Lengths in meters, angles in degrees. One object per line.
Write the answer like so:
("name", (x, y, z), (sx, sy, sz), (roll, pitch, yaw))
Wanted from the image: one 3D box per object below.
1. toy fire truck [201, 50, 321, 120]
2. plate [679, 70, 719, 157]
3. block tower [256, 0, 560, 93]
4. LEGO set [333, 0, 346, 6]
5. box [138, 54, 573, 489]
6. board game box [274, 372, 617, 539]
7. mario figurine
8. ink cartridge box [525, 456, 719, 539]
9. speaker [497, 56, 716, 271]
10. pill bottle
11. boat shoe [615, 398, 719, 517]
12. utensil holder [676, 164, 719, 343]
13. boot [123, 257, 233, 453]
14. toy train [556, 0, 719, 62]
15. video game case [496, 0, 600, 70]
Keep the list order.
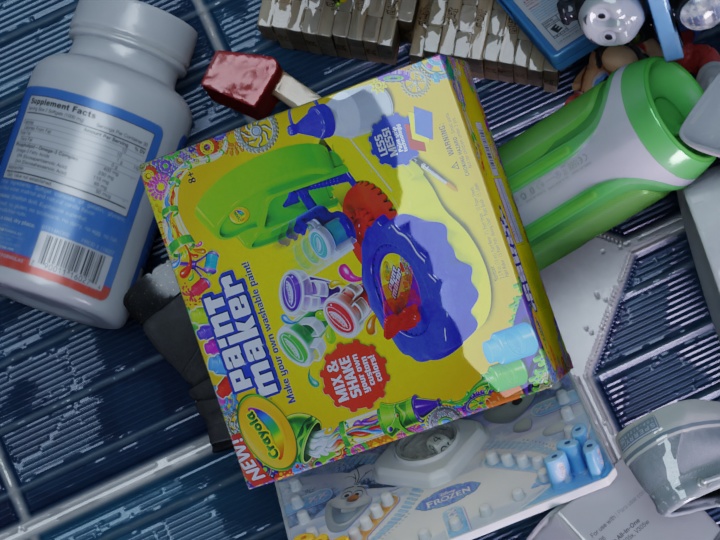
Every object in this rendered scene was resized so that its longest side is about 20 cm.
("toy fire truck", (-0.024, -0.049, 1.710), (0.199, 0.049, 0.142), (20, 83, 9))
("plate", (0.320, -0.109, 1.552), (0.199, 0.032, 0.200), (20, 57, 28))
("block tower", (0.037, -0.165, 1.723), (0.199, 0.054, 0.058), (11, 82, 6))
("LEGO set", (0.030, -0.247, 1.650), (0.154, 0.116, 0.201), (-40, 34, 21))
("box", (0.000, 0.000, 1.548), (0.192, 0.122, 0.201), (-20, 89, 10))
("board game box", (0.041, 0.106, 1.614), (0.199, 0.200, 0.026), (-22, 118, 1))
("mario figurine", (0.189, -0.161, 1.677), (0.106, 0.123, 0.201), (33, 75, -29))
("ink cartridge box", (0.187, 0.222, 1.585), (0.084, 0.146, 0.200), (-36, 78, -28))
("speaker", (0.124, -0.054, 1.622), (0.200, 0.088, 0.089), (-32, 76, 35))
("pill bottle", (-0.174, -0.072, 1.696), (0.112, 0.112, 0.201), (17, 81, 8))
("boat shoe", (0.229, 0.120, 1.555), (0.070, 0.200, 0.072), (-37, 64, 36))
("utensil holder", (0.312, -0.013, 1.615), (0.199, 0.170, 0.171), (-17, 79, 4))
("boot", (-0.039, 0.016, 1.648), (0.200, 0.070, 0.132), (-38, 82, 11))
("toy train", (0.167, -0.210, 1.602), (0.114, 0.087, 0.201), (-17, 45, 9))
("video game case", (0.134, -0.229, 1.697), (0.143, 0.018, 0.200), (-32, 53, -5))
